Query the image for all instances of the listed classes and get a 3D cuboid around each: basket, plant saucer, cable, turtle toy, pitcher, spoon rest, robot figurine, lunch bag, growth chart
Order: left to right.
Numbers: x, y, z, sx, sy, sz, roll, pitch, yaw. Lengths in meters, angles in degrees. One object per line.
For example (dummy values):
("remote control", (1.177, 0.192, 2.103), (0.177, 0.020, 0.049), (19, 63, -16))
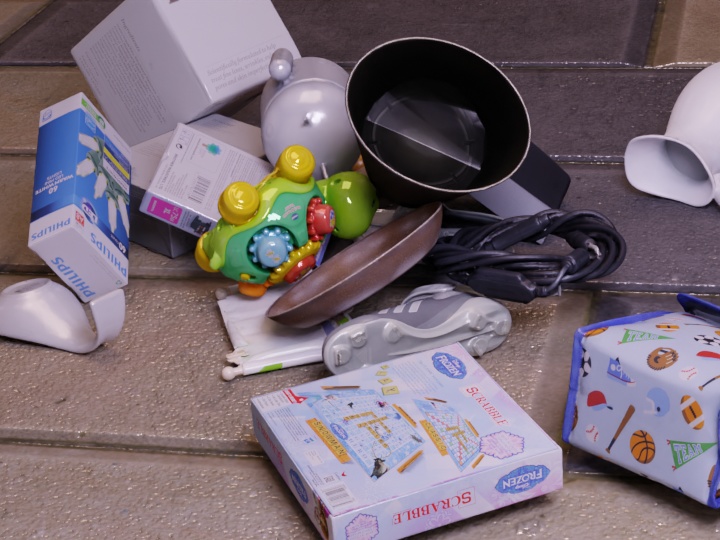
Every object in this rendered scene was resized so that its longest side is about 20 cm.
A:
("spoon rest", (-0.302, 0.046, 1.709), (0.099, 0.061, 0.199), (-25, 19, -38))
("growth chart", (-0.073, 0.047, 1.695), (0.143, 0.018, 0.200), (-7, 26, -6))
("turtle toy", (-0.070, -0.048, 1.713), (0.199, 0.146, 0.101), (-34, 79, -29))
("robot figurine", (-0.053, -0.163, 1.859), (0.112, 0.170, 0.200), (-31, 21, 9))
("plant saucer", (0.000, 0.000, 1.637), (0.199, 0.032, 0.200), (-32, 9, 5))
("basket", (0.063, -0.132, 1.673), (0.179, 0.137, 0.200), (24, -8, -2))
("cable", (0.153, -0.025, 1.651), (0.199, 0.051, 0.163), (8, 29, 42))
("lunch bag", (0.294, 0.098, 1.410), (0.199, 0.125, 0.169), (-8, 22, -40))
("pitcher", (0.415, -0.141, 1.908), (0.171, 0.122, 0.200), (33, 51, 22))

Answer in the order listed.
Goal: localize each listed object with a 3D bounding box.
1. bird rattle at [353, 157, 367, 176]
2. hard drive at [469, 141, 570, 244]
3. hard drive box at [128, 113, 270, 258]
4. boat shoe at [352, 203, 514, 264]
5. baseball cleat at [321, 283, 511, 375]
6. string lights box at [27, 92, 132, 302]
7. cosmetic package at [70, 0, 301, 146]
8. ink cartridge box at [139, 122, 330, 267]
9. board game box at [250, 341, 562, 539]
("bird rattle", (0.009, -0.139, 1.980), (0.163, 0.113, 0.200), (-37, 34, -19))
("hard drive", (0.138, -0.124, 1.859), (0.199, 0.042, 0.135), (37, 31, -2))
("hard drive box", (-0.188, -0.101, 1.952), (0.199, 0.077, 0.155), (-26, 33, -36))
("boat shoe", (0.075, -0.048, 1.800), (0.199, 0.072, 0.070), (14, 31, 34))
("baseball cleat", (0.041, 0.060, 1.607), (0.198, 0.070, 0.106), (-6, 18, -27))
("string lights box", (-0.293, -0.078, 1.804), (0.059, 0.103, 0.201), (-22, 45, 17))
("cosmetic package", (-0.214, -0.262, 2.100), (0.164, 0.166, 0.199), (-30, 2, -41))
("ink cartridge box", (-0.125, -0.072, 1.830), (0.198, 0.042, 0.120), (22, 44, -4))
("board game box", (0.034, 0.141, 1.409), (0.198, 0.042, 0.200), (-14, 28, -17))
